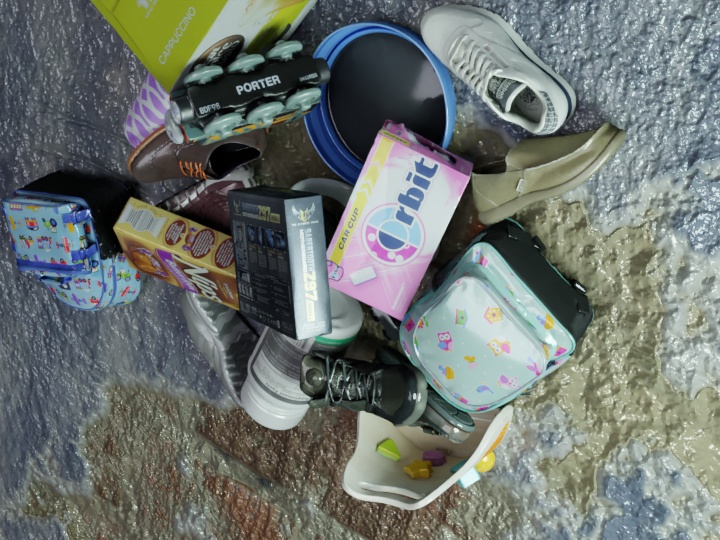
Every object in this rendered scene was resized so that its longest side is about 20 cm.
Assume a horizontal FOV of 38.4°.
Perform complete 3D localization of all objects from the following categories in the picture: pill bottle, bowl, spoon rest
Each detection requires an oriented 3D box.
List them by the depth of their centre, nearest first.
[{"bbox_3d":[0.023,-0.194,1.222,0.198,0.039,0.203,13,116,28],"label":"bowl"},{"bbox_3d":[0.005,-0.062,1.261,0.198,0.061,0.100,23,146,-2],"label":"spoon rest"},{"bbox_3d":[-0.083,0.111,1.372,0.113,0.113,0.201,38,126,12],"label":"pill bottle"}]

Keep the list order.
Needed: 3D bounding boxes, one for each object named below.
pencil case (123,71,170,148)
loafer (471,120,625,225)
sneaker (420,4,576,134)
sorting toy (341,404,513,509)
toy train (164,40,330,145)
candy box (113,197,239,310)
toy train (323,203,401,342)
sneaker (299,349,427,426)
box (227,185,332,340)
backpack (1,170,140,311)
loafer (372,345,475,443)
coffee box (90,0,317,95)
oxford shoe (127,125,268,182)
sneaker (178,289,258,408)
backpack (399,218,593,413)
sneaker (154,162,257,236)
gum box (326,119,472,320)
[{"bbox_3d":[-0.236,-0.236,1.340,0.200,0.085,0.084,-47,67,37],"label":"pencil case"},{"bbox_3d":[0.194,-0.114,1.124,0.199,0.076,0.068,-29,100,37],"label":"loafer"},{"bbox_3d":[0.140,-0.219,1.112,0.199,0.080,0.077,38,127,15],"label":"sneaker"},{"bbox_3d":[0.069,0.236,1.287,0.198,0.180,0.108,6,113,31],"label":"sorting toy"},{"bbox_3d":[-0.131,-0.195,1.182,0.086,0.198,0.114,65,154,4],"label":"toy train"},{"bbox_3d":[-0.223,-0.017,1.384,0.198,0.057,0.117,20,155,9],"label":"candy box"},{"bbox_3d":[0.000,0.000,1.316,0.034,0.046,0.201,-32,92,23],"label":"toy train"},{"bbox_3d":[-0.003,0.141,1.237,0.199,0.113,0.077,7,90,61],"label":"sneaker"},{"bbox_3d":[-0.098,-0.015,1.215,0.199,0.050,0.160,13,111,63],"label":"box"},{"bbox_3d":[-0.415,-0.029,1.512,0.181,0.134,0.203,11,118,29],"label":"backpack"},{"bbox_3d":[0.071,0.165,1.279,0.063,0.071,0.200,-59,36,8],"label":"loafer"},{"bbox_3d":[-0.173,-0.354,1.175,0.201,0.197,0.200,50,127,6],"label":"coffee box"},{"bbox_3d":[-0.211,-0.148,1.319,0.198,0.073,0.071,-19,136,15],"label":"oxford shoe"},{"bbox_3d":[-0.197,0.104,1.480,0.082,0.074,0.202,-23,91,51],"label":"sneaker"},{"bbox_3d":[0.143,0.070,1.192,0.176,0.153,0.200,46,134,1],"label":"backpack"},{"bbox_3d":[-0.205,-0.063,1.401,0.198,0.076,0.117,-22,100,36],"label":"sneaker"},{"bbox_3d":[0.040,-0.060,1.179,0.112,0.066,0.202,25,112,0],"label":"gum box"}]
